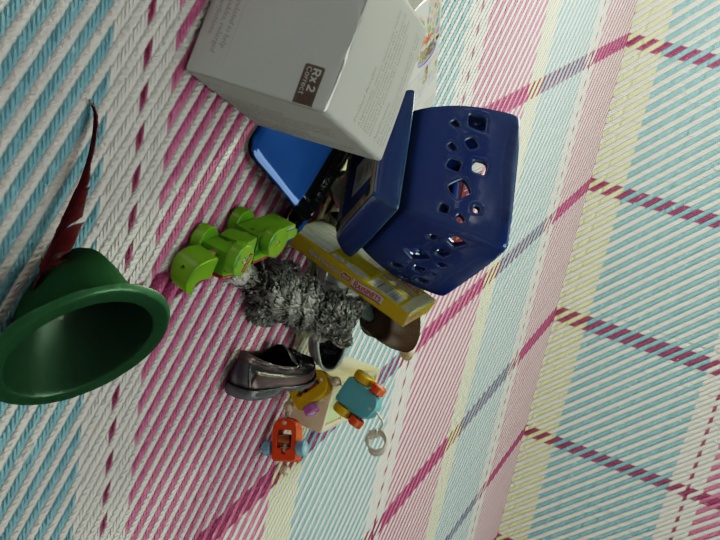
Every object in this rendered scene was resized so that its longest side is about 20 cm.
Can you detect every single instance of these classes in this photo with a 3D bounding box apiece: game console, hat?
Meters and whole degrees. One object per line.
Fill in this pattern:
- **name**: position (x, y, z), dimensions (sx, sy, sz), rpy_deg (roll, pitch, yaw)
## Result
- **game console**: position (-0.073, -0.161, 1.406), dimensions (0.200, 0.118, 0.171), rpy_deg (-60, -171, -27)
- **hat**: position (-0.275, -0.003, 1.015), dimensions (0.199, 0.176, 0.166), rpy_deg (-28, 154, -4)

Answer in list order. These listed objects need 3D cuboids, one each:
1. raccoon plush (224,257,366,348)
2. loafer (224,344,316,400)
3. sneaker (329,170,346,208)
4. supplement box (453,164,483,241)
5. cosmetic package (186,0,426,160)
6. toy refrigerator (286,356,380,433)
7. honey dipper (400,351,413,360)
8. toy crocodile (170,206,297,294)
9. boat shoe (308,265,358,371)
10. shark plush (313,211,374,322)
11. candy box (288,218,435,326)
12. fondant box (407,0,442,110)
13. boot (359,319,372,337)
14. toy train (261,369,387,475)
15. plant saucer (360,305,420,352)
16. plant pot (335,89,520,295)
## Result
- **raccoon plush**: position (-0.080, 0.047, 1.403), dimensions (0.200, 0.133, 0.097), rpy_deg (0, 109, -70)
- **loafer**: position (-0.111, 0.128, 1.500), dimensions (0.200, 0.072, 0.063), rpy_deg (-11, 114, -65)
- **sneaker**: position (0.018, -0.113, 1.618), dimensions (0.199, 0.095, 0.079), rpy_deg (12, 113, -46)
- **supplement box**: position (0.132, -0.142, 1.834), dimensions (0.086, 0.110, 0.201), rpy_deg (-32, 136, -60)
- **cosmetic package**: position (-0.050, -0.235, 1.180), dimensions (0.166, 0.164, 0.200), rpy_deg (-70, 161, -4)
- **toy refrigerator**: position (-0.037, 0.194, 1.752), dimensions (0.200, 0.070, 0.076), rpy_deg (-7, 115, -68)
- **honey dipper**: position (0.057, 0.071, 1.758), dimensions (0.038, 0.038, 0.201), rpy_deg (-55, 145, -38)
- **toy crocodile**: position (-0.141, -0.025, 1.280), dimensions (0.200, 0.067, 0.062), rpy_deg (-32, 143, -58)
- **boat shoe**: position (-0.030, 0.048, 1.577), dimensions (0.072, 0.070, 0.202), rpy_deg (-123, -139, -66)
- **shark plush**: position (-0.030, 0.012, 1.617), dimensions (0.083, 0.091, 0.201), rpy_deg (-19, 138, -27)
- **candy box**: position (0.000, 0.000, 1.484), dimensions (0.026, 0.200, 0.102), rpy_deg (-59, 165, 19)
- **fondant box**: position (0.059, -0.295, 1.577), dimensions (0.144, 0.058, 0.201), rpy_deg (-52, 154, -43)
- **boot**: position (0.040, -0.016, 1.764), dimensions (0.200, 0.072, 0.182), rpy_deg (91, 13, -55)
- **toy train**: position (-0.045, 0.217, 1.611), dimensions (0.056, 0.199, 0.151), rpy_deg (22, 63, -65)
- **plant saucer**: position (0.026, 0.030, 1.655), dimensions (0.036, 0.201, 0.201), rpy_deg (-16, 133, -22)
- **plant pot**: position (0.080, -0.105, 1.443), dimensions (0.200, 0.179, 0.201), rpy_deg (137, -33, -61)
